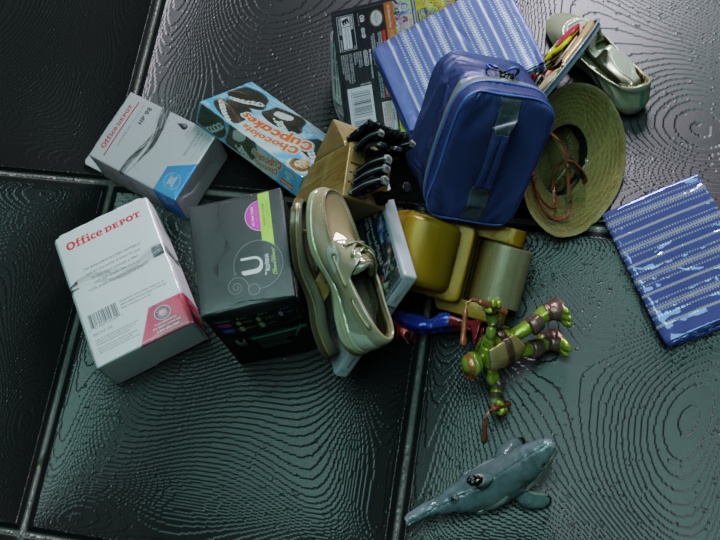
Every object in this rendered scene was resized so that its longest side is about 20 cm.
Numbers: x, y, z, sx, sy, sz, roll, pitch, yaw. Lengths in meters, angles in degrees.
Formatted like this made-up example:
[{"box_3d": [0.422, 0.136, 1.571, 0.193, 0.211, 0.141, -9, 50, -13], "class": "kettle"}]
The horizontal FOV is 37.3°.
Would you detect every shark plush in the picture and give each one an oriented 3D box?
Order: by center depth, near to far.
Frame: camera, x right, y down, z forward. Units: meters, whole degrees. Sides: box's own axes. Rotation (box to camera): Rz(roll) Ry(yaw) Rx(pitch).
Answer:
[{"box_3d": [0.143, 0.251, 1.293, 0.196, 0.084, 0.093, -12, 68, 4], "class": "shark plush"}]

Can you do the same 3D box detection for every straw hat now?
[{"box_3d": [0.257, -0.148, 1.422, 0.085, 0.201, 0.203, 11, 64, 56], "class": "straw hat"}]

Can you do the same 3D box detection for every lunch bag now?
[{"box_3d": [0.148, -0.161, 1.293, 0.133, 0.203, 0.133, 4, 36, -18], "class": "lunch bag"}]

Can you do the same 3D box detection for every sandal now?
[{"box_3d": [-0.046, 0.007, 1.298, 0.053, 0.080, 0.204, -13, 101, 5], "class": "sandal"}]

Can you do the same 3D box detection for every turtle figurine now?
[{"box_3d": [0.186, 0.105, 1.332, 0.159, 0.204, 0.064, -19, 25, -19], "class": "turtle figurine"}]

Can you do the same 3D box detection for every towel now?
[{"box_3d": [0.124, -0.272, 1.374, 0.197, 0.024, 0.147, -27, 69, 9], "class": "towel"}, {"box_3d": [0.418, -0.013, 1.380, 0.142, 0.024, 0.203, -22, 66, 2], "class": "towel"}]

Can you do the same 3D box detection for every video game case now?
[{"box_3d": [0.000, 0.000, 1.348, 0.023, 0.183, 0.202, 15, 39, -26], "class": "video game case"}, {"box_3d": [0.058, -0.269, 1.418, 0.177, 0.026, 0.204, -11, 73, 12], "class": "video game case"}]

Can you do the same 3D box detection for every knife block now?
[{"box_3d": [-0.008, -0.098, 1.316, 0.063, 0.202, 0.177, 15, 29, -26], "class": "knife block"}]

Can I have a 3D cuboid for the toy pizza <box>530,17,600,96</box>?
[{"box_3d": [0.243, -0.260, 1.415, 0.032, 0.200, 0.201, 39, 78, -3], "class": "toy pizza"}]

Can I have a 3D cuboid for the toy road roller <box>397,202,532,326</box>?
[{"box_3d": [0.113, -0.011, 1.353, 0.196, 0.146, 0.125, 15, 92, 12], "class": "toy road roller"}]

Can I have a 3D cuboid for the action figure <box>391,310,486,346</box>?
[{"box_3d": [0.061, 0.069, 1.385, 0.196, 0.065, 0.053, 13, 84, 18], "class": "action figure"}]

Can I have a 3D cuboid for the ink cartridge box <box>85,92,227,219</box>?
[{"box_3d": [-0.307, -0.173, 1.538, 0.197, 0.067, 0.117, 27, 75, 17], "class": "ink cartridge box"}]

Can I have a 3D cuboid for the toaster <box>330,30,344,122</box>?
[{"box_3d": [0.028, -0.277, 1.499, 0.126, 0.114, 0.204, -6, 72, 9], "class": "toaster"}]

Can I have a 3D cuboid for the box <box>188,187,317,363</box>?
[{"box_3d": [-0.130, 0.012, 1.366, 0.122, 0.201, 0.151, -12, 67, 4], "class": "box"}]

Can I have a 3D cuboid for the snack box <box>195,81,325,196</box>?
[{"box_3d": [-0.122, -0.187, 1.497, 0.199, 0.038, 0.116, 36, 40, 19], "class": "snack box"}]

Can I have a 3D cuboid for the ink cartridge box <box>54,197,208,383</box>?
[{"box_3d": [-0.313, 0.026, 1.453, 0.143, 0.085, 0.203, -25, 68, -1], "class": "ink cartridge box"}]

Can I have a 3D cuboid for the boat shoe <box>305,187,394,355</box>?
[{"box_3d": [-0.008, -0.006, 1.244, 0.064, 0.071, 0.204, -23, 78, 43], "class": "boat shoe"}]

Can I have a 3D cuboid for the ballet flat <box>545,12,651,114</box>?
[{"box_3d": [0.333, -0.305, 1.487, 0.069, 0.070, 0.201, -36, 68, -6], "class": "ballet flat"}]
